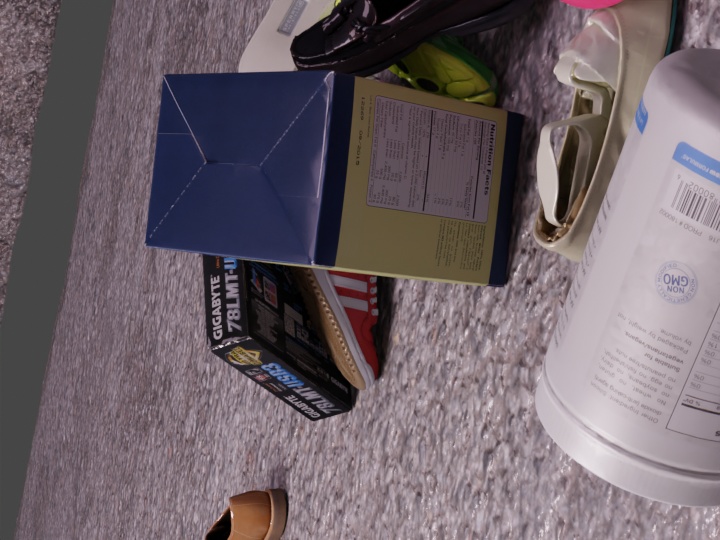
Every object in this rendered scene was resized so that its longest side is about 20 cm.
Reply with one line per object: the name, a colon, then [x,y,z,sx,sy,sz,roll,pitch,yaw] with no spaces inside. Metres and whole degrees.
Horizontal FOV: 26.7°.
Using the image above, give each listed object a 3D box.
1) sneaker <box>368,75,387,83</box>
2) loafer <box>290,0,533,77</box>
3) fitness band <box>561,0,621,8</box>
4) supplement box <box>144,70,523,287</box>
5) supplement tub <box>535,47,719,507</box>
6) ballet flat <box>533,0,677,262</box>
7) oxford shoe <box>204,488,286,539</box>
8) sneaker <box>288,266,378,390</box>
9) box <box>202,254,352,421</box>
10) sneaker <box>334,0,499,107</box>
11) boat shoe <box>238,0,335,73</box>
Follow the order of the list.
sneaker: [-0.005,-0.132,1.351,0.089,0.080,0.200,-59,24,6]
loafer: [0.031,-0.202,1.142,0.200,0.063,0.072,-16,49,22]
fitness band: [0.158,-0.242,0.975,0.144,0.037,0.200,-59,24,8]
supplement box: [-0.019,-0.068,1.142,0.200,0.200,0.134,7,90,47]
supplement tub: [0.177,0.002,0.762,0.132,0.132,0.200,-114,36,-55]
ballet flat: [0.150,-0.102,0.965,0.069,0.069,0.200,-144,62,-68]
oxford shoe: [-0.140,0.305,1.644,0.071,0.071,0.200,-109,30,-47]
sneaker: [0.000,0.000,1.372,0.200,0.112,0.071,67,160,-9]
box: [-0.077,0.015,1.402,0.050,0.200,0.199,-19,60,20]
sneaker: [0.053,-0.194,1.236,0.200,0.084,0.074,44,166,44]
boat shoe: [-0.035,-0.225,1.342,0.200,0.072,0.069,-65,-19,-13]
